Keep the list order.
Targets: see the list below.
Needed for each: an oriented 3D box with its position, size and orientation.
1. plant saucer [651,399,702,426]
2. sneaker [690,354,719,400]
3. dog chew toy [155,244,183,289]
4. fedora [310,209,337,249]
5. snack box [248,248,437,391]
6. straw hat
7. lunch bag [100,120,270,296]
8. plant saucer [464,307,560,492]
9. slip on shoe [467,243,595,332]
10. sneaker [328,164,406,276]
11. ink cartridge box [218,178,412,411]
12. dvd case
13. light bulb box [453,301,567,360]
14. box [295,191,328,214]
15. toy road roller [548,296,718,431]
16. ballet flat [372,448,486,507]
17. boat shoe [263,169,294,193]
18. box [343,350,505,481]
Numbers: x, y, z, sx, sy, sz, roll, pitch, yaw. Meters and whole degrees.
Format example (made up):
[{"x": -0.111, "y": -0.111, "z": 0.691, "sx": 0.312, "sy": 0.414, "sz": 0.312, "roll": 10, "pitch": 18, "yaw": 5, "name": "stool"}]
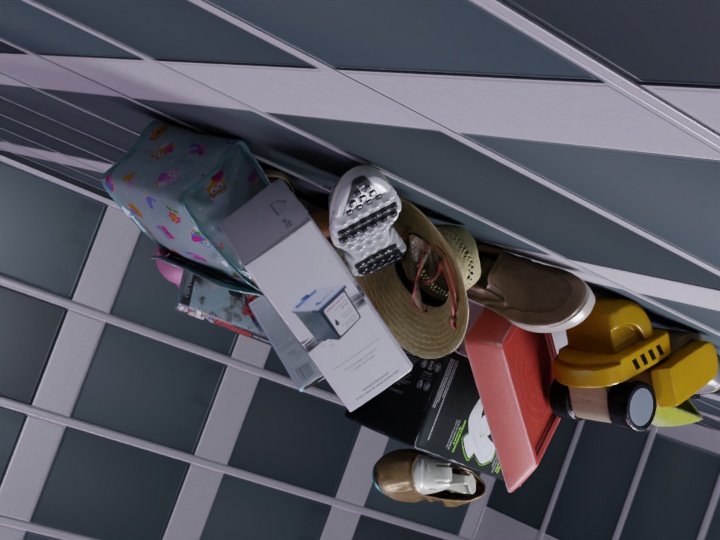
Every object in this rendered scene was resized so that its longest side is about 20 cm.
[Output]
[{"x": 0.343, "y": 0.138, "z": 1.933, "sx": 0.199, "sy": 0.048, "sz": 0.200, "roll": 22, "pitch": -160, "yaw": -26, "name": "plant saucer"}, {"x": 0.404, "y": 0.125, "z": 1.806, "sx": 0.087, "sy": 0.074, "sz": 0.200, "roll": 23, "pitch": 174, "yaw": -18, "name": "sneaker"}, {"x": -0.192, "y": -0.009, "z": 1.858, "sx": 0.124, "sy": 0.125, "sz": 0.200, "roll": 18, "pitch": 179, "yaw": 36, "name": "dog chew toy"}, {"x": 0.000, "y": 0.000, "z": 1.734, "sx": 0.200, "sy": 0.082, "sz": 0.201, "roll": 20, "pitch": 131, "yaw": 24, "name": "fedora"}, {"x": -0.013, "y": 0.036, "z": 1.605, "sx": 0.116, "sy": 0.200, "sz": 0.037, "roll": 59, "pitch": 180, "yaw": 10, "name": "snack box"}, {"x": 0.080, "y": -0.007, "z": 1.497, "sx": 0.085, "sy": 0.202, "sz": 0.201, "roll": -25, "pitch": -158, "yaw": -29, "name": "straw hat"}, {"x": -0.164, "y": -0.053, "z": 1.560, "sx": 0.170, "sy": 0.122, "sz": 0.200, "roll": 19, "pitch": 150, "yaw": 45, "name": "lunch bag"}, {"x": 0.190, "y": 0.121, "z": 1.637, "sx": 0.037, "sy": 0.200, "sz": 0.200, "roll": -8, "pitch": -159, "yaw": 27, "name": "plant saucer"}, {"x": 0.164, "y": 0.011, "z": 1.552, "sx": 0.200, "sy": 0.076, "sz": 0.061, "roll": 23, "pitch": 163, "yaw": 44, "name": "slip on shoe"}, {"x": -0.004, "y": -0.061, "z": 1.384, "sx": 0.200, "sy": 0.075, "sz": 0.081, "roll": 81, "pitch": 164, "yaw": -71, "name": "sneaker"}, {"x": -0.046, "y": 0.023, "z": 1.439, "sx": 0.200, "sy": 0.086, "sz": 0.146, "roll": 54, "pitch": 179, "yaw": -24, "name": "ink cartridge box"}, {"x": -0.128, "y": 0.020, "z": 1.783, "sx": 0.200, "sy": 0.146, "sz": 0.022, "roll": 22, "pitch": 145, "yaw": -19, "name": "dvd case"}, {"x": 0.147, "y": 0.055, "z": 1.804, "sx": 0.198, "sy": 0.125, "sz": 0.200, "roll": 23, "pitch": 175, "yaw": -35, "name": "light bulb box"}, {"x": -0.115, "y": -0.076, "z": 1.809, "sx": 0.200, "sy": 0.060, "sz": 0.117, "roll": 24, "pitch": 175, "yaw": -38, "name": "box"}, {"x": 0.310, "y": 0.089, "z": 1.643, "sx": 0.200, "sy": 0.146, "sz": 0.123, "roll": -24, "pitch": -161, "yaw": -37, "name": "toy road roller"}, {"x": 0.096, "y": 0.261, "z": 1.763, "sx": 0.072, "sy": 0.068, "sz": 0.200, "roll": -8, "pitch": 159, "yaw": 33, "name": "ballet flat"}, {"x": -0.119, "y": -0.044, "z": 1.681, "sx": 0.072, "sy": 0.068, "sz": 0.200, "roll": 3, "pitch": 151, "yaw": -10, "name": "boat shoe"}, {"x": 0.111, "y": 0.172, "z": 1.773, "sx": 0.200, "sy": 0.125, "sz": 0.148, "roll": 26, "pitch": 174, "yaw": -38, "name": "box"}]
